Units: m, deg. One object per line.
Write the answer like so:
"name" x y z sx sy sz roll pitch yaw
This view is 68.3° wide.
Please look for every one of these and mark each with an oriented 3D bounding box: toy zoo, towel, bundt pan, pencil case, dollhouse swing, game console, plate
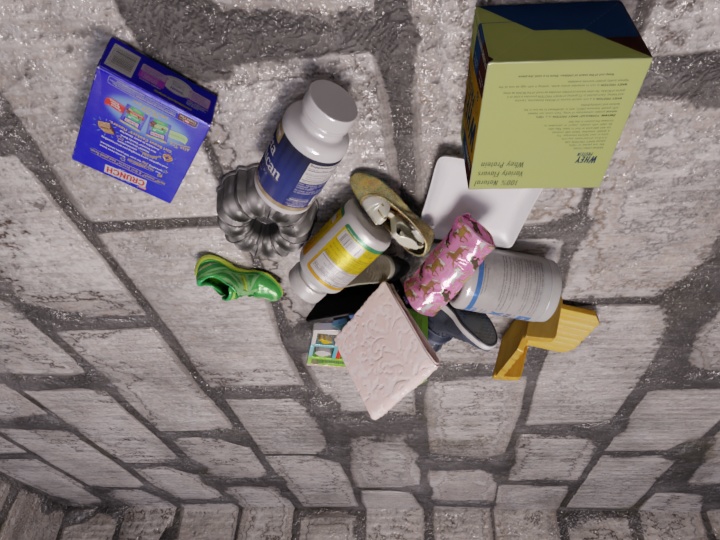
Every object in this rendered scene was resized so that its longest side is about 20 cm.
"toy zoo" -0.050 0.168 1.200 0.128 0.021 0.202 7 144 -8
"towel" 0.044 0.155 1.026 0.032 0.193 0.201 -2 143 -45
"bundt pan" -0.176 -0.096 0.987 0.196 0.077 0.204 1 142 1
"pencil case" 0.160 -0.008 0.979 0.085 0.084 0.201 25 120 -24
"dollhouse swing" 0.434 0.178 1.231 0.172 0.184 0.202 24 141 5
"game console" 0.002 0.096 1.184 0.195 0.119 0.177 -10 140 17
"plate" 0.211 -0.126 0.958 0.194 0.033 0.202 6 143 -4

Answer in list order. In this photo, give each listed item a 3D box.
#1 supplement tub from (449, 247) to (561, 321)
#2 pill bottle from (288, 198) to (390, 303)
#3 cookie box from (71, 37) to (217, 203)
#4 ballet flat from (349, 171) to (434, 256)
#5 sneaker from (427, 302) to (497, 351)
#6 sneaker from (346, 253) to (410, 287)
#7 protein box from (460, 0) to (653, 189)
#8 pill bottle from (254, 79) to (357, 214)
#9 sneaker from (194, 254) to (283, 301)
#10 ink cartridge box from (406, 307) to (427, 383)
"supplement tub" 0.283 0.025 1.064 0.195 0.134 0.133 11 142 -8
"pill bottle" -0.045 -0.030 1.000 0.112 0.114 0.200 30 121 -32
"cookie box" -0.341 -0.223 0.834 0.168 0.077 0.200 24 137 -25
"ballet flat" 0.056 -0.095 0.951 0.199 0.072 0.070 38 132 -22
"sneaker" 0.197 0.136 1.120 0.075 0.202 0.149 -11 129 -32
"sneaker" 0.000 0.000 1.101 0.196 0.077 0.105 4 180 30
"protein box" 0.248 -0.235 0.733 0.193 0.137 0.202 -1 142 3
"pill bottle" -0.085 -0.191 0.830 0.109 0.113 0.200 20 138 -21
"sneaker" -0.266 0.036 1.152 0.196 0.085 0.074 19 140 -20
"ink cartridge box" 0.064 0.192 1.148 0.074 0.151 0.200 19 144 -20
